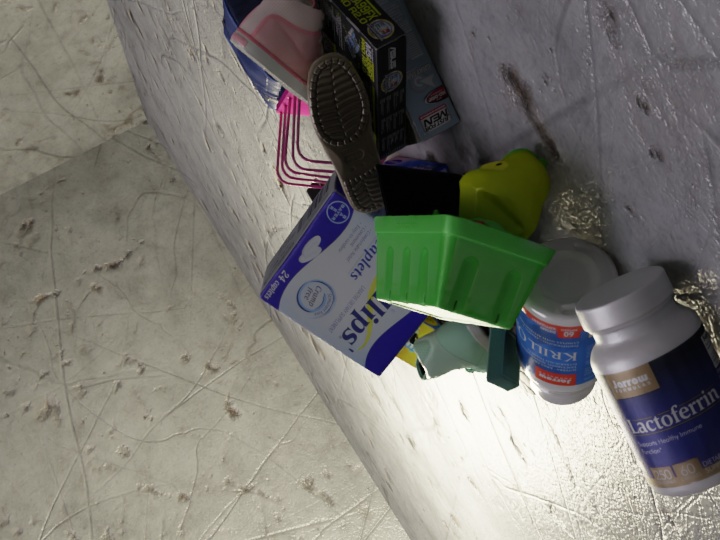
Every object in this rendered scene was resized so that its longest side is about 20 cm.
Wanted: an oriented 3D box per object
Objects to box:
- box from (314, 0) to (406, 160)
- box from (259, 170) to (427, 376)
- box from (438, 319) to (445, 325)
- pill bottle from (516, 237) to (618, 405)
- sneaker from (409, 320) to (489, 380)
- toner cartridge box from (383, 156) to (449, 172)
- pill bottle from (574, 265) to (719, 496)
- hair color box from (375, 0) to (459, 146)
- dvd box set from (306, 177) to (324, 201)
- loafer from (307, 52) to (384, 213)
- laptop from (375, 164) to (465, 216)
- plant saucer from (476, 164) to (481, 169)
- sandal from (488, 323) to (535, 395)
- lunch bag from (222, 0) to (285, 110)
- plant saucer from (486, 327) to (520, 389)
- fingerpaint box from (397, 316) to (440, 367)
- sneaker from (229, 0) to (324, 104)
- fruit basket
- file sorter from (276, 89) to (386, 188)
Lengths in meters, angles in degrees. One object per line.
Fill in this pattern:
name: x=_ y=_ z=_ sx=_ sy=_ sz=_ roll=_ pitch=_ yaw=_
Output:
box: x=-0.005 y=-0.256 z=1.423 sx=0.161 sy=0.044 sz=0.201 roll=51 pitch=161 yaw=29
box: x=0.000 y=0.000 z=1.521 sx=0.199 sy=0.185 sz=0.105 roll=33 pitch=-159 yaw=-12
box: x=0.074 y=0.029 z=1.892 sx=0.201 sy=0.049 sz=0.082 roll=58 pitch=-165 yaw=20
pill bottle: x=0.229 y=0.066 z=1.300 sx=0.113 sy=0.111 sz=0.201 roll=52 pitch=164 yaw=35
sneaker: x=0.139 y=0.121 z=1.663 sx=0.200 sy=0.117 sz=0.074 roll=44 pitch=-161 yaw=-57
toner cartridge box: x=0.085 y=-0.107 z=1.653 sx=0.096 sy=0.043 sz=0.200 roll=66 pitch=166 yaw=-16
pill bottle: x=0.292 y=0.105 z=1.125 sx=0.202 sy=0.115 sz=0.116 roll=62 pitch=167 yaw=-5
hair color box: x=0.042 y=-0.260 z=1.461 sx=0.202 sy=0.060 sz=0.099 roll=63 pitch=166 yaw=-9
dvd box set: x=0.016 y=-0.059 z=1.778 sx=0.199 sy=0.030 sz=0.147 roll=32 pitch=-168 yaw=-24
loafer: x=-0.019 y=-0.167 z=1.401 sx=0.068 sy=0.075 sz=0.202 roll=-118 pitch=11 yaw=-65
laptop: x=0.098 y=-0.014 z=1.428 sx=0.200 sy=0.114 sz=0.190 roll=78 pitch=-179 yaw=-66
plant saucer: x=0.189 y=-0.034 z=1.456 sx=0.201 sy=0.019 sz=0.070 roll=59 pitch=167 yaw=9
sandal: x=0.207 y=0.085 z=1.567 sx=0.202 sy=0.057 sz=0.080 roll=-111 pitch=-4 yaw=-53
lunch bag: x=-0.126 y=-0.354 z=1.750 sx=0.202 sy=0.135 sz=0.132 roll=61 pitch=167 yaw=10
plant saucer: x=0.174 y=0.104 z=1.386 sx=0.200 sy=0.019 sz=0.071 roll=35 pitch=-120 yaw=-75
fingerpaint box: x=0.009 y=0.032 z=1.704 sx=0.199 sy=0.074 sz=0.167 roll=31 pitch=-160 yaw=-27
sneaker: x=-0.065 y=-0.266 z=1.408 sx=0.075 sy=0.105 sz=0.200 roll=35 pitch=180 yaw=38
fruit basket: x=0.118 y=-0.047 z=1.238 sx=0.216 sy=0.154 sz=0.218 roll=-48 pitch=34 yaw=47
file sorter: x=-0.042 y=-0.192 z=1.655 sx=0.200 sy=0.137 sz=0.127 roll=157 pitch=116 yaw=-77
